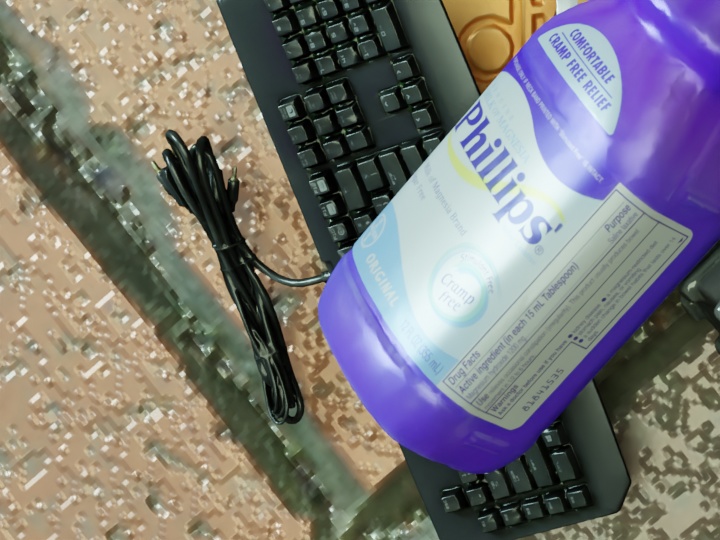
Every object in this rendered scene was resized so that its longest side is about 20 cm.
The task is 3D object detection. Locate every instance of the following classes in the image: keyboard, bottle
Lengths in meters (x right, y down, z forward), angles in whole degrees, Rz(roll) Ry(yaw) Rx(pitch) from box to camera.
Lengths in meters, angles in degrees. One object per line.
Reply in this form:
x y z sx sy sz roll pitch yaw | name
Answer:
0.000 0.000 0.865 0.127 0.021 0.200 -17 100 33 | keyboard
0.072 -0.034 0.779 0.200 0.065 0.084 -49 44 19 | bottle

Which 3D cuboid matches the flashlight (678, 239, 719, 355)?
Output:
0.180 -0.047 0.784 0.200 0.068 0.068 -42 113 -3 | flashlight

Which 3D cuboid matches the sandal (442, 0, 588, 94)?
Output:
0.058 -0.069 0.843 0.206 0.059 0.079 -4 94 15 | sandal
